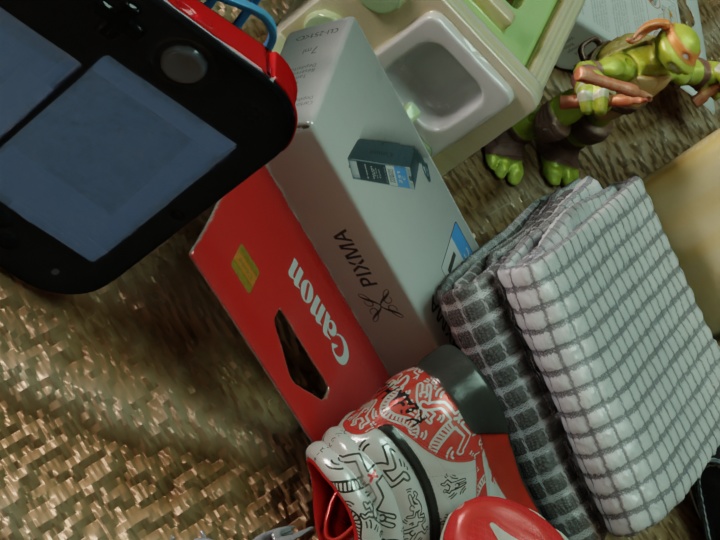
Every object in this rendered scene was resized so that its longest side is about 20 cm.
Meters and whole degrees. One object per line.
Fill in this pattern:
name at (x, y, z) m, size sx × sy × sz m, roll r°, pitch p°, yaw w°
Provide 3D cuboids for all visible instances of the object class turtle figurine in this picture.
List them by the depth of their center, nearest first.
turtle figurine at (0.147, -0.109, 1.314) m, size 0.200 × 0.161 × 0.065 m, roll -15°, pitch 75°, yaw -48°

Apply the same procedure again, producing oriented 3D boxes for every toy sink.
toy sink at (0.038, -0.138, 1.263) m, size 0.130 × 0.112 × 0.200 m, roll 44°, pitch 41°, yaw -13°

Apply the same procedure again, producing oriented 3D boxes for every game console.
game console at (-0.143, -0.073, 0.971) m, size 0.176 × 0.200 × 0.031 m, roll 31°, pitch 45°, yaw -27°

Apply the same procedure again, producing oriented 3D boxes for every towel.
towel at (0.126, 0.046, 1.209) m, size 0.166 × 0.085 × 0.200 m, roll 64°, pitch 27°, yaw -7°

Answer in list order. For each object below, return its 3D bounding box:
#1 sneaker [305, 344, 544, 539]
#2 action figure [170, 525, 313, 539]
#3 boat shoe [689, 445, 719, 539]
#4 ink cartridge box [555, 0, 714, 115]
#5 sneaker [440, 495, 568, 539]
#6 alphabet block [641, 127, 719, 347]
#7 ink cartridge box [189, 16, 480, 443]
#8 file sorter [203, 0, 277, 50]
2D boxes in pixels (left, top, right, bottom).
sneaker at (0.040, 0.142, 1.125) m, size 0.108 × 0.067 × 0.202 m, roll -33°, pitch 123°, yaw -13°
action figure at (-0.023, 0.199, 1.018) m, size 0.200 × 0.069 × 0.130 m, roll 46°, pitch 46°, yaw 7°
boat shoe at (0.246, 0.187, 1.296) m, size 0.068 × 0.072 × 0.201 m, roll -31°, pitch 95°, yaw -51°
ink cartridge box at (0.158, -0.202, 1.487) m, size 0.200 × 0.050 × 0.163 m, roll 29°, pitch 46°, yaw -41°
sneaker at (0.096, 0.188, 1.021) m, size 0.077 × 0.085 × 0.201 m, roll -22°, pitch 64°, yaw -6°
alphabet block at (0.287, -0.008, 1.359) m, size 0.196 × 0.200 × 0.196 m, roll -24°, pitch 83°, yaw -50°
ink cartridge box at (0.000, 0.000, 1.135) m, size 0.200 × 0.045 × 0.177 m, roll 59°, pitch 34°, yaw -33°
file sorter at (-0.113, -0.142, 1.077) m, size 0.122 × 0.139 × 0.201 m, roll 18°, pitch 52°, yaw -21°
